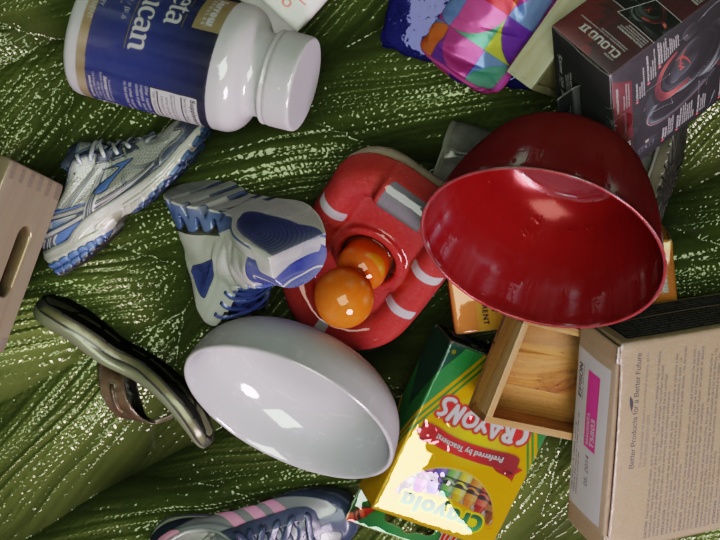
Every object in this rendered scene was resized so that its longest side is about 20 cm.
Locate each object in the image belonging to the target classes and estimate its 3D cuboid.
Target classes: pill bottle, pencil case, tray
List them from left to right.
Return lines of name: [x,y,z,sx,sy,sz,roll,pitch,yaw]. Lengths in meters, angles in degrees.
pill bottle: [-0.140,-0.181,1.674,0.199,0.111,0.111,15,101,12]
pencil case: [0.134,-0.240,1.640,0.088,0.088,0.200,35,101,-5]
tray: [0.198,0.098,1.727,0.200,0.037,0.099,14,104,-29]

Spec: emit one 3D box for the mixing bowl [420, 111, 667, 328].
mixing bowl: [0.158,-0.055,1.594,0.199,0.109,0.200,13,144,10]

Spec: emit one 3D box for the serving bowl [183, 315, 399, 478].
serving bowl: [-0.051,0.100,1.723,0.200,0.200,0.066,27,62,-3]

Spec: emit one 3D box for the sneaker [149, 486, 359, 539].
sneaker: [-0.096,0.248,1.784,0.199,0.082,0.070,-14,99,4]

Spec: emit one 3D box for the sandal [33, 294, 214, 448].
sandal: [-0.213,0.097,1.766,0.201,0.080,0.057,35,95,5]

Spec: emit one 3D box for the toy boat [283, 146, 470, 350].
toy boat: [0.000,0.000,1.685,0.130,0.131,0.200,34,136,0]

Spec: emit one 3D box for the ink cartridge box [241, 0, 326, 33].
ink cartridge box: [-0.056,-0.287,1.693,0.116,0.068,0.200,41,99,-6]

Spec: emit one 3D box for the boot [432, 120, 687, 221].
boot: [0.172,-0.096,1.721,0.199,0.073,0.182,14,63,22]

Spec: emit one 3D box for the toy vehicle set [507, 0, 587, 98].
toy vehicle set: [0.208,-0.233,1.651,0.026,0.124,0.200,39,102,17]

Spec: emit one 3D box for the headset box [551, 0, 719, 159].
headset box: [0.241,-0.179,1.627,0.200,0.149,0.075,-37,60,-14]

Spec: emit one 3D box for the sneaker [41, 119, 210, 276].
sneaker: [-0.218,-0.086,1.733,0.200,0.077,0.085,-41,93,8]

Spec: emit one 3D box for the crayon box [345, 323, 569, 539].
crayon box: [0.085,0.163,1.763,0.127,0.051,0.200,20,102,-21]

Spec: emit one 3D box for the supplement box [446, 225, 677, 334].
supplement box: [0.176,0.007,1.741,0.199,0.069,0.067,-8,103,1]

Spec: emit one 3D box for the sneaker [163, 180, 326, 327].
sneaker: [-0.094,-0.003,1.707,0.080,0.199,0.116,-21,116,-29]

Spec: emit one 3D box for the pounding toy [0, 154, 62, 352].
pounding toy: [-0.380,-0.012,1.714,0.184,0.142,0.201,18,86,20]

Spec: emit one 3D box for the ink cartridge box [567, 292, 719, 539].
ink cartridge box: [0.269,0.130,1.709,0.164,0.075,0.201,-7,113,-22]

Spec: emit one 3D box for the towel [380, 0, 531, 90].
towel: [0.112,-0.268,1.704,0.147,0.050,0.201,18,99,2]
